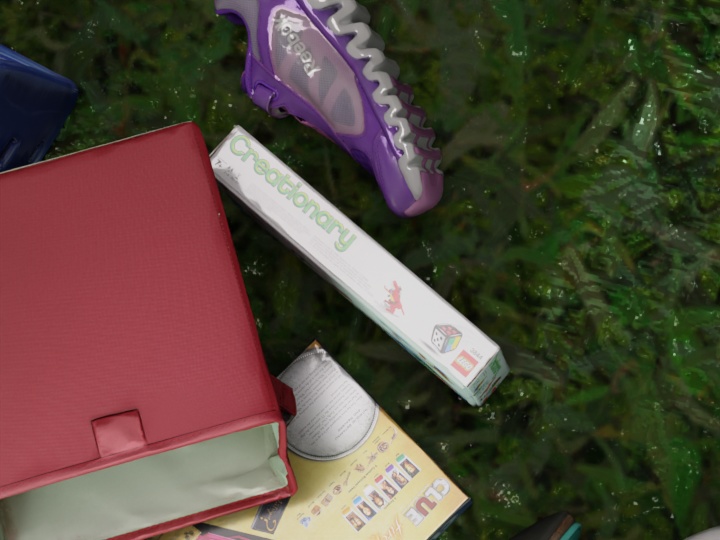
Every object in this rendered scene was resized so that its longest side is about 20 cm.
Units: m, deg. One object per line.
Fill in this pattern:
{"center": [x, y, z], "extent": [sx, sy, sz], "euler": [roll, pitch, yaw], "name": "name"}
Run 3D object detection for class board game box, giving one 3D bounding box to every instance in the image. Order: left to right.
{"center": [-0.050, 0.158, 1.725], "extent": [0.200, 0.035, 0.136], "euler": [-44, 81, -2], "name": "board game box"}
{"center": [0.000, 0.000, 1.695], "extent": [0.200, 0.126, 0.035], "euler": [40, 88, 9], "name": "board game box"}

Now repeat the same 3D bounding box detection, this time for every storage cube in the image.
{"center": [-0.146, 0.047, 1.618], "extent": [0.199, 0.171, 0.180], "euler": [-15, 72, -3], "name": "storage cube"}

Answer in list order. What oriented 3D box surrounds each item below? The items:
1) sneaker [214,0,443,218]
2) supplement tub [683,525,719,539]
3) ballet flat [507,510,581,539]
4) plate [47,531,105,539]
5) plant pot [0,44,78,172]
{"center": [-0.022, -0.111, 1.742], "extent": [0.088, 0.080, 0.200], "euler": [-31, 76, 7], "name": "sneaker"}
{"center": [0.213, 0.216, 1.609], "extent": [0.144, 0.200, 0.145], "euler": [-1, 82, 5], "name": "supplement tub"}
{"center": [0.059, 0.222, 1.692], "extent": [0.068, 0.068, 0.200], "euler": [24, 85, 16], "name": "ballet flat"}
{"center": [-0.152, 0.252, 1.699], "extent": [0.199, 0.032, 0.200], "euler": [6, 95, 16], "name": "plate"}
{"center": [-0.306, -0.077, 1.703], "extent": [0.200, 0.200, 0.180], "euler": [26, 93, 7], "name": "plant pot"}
